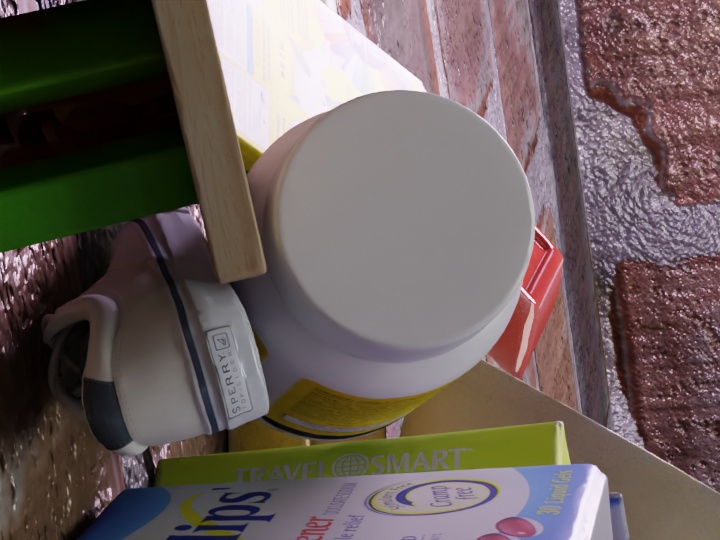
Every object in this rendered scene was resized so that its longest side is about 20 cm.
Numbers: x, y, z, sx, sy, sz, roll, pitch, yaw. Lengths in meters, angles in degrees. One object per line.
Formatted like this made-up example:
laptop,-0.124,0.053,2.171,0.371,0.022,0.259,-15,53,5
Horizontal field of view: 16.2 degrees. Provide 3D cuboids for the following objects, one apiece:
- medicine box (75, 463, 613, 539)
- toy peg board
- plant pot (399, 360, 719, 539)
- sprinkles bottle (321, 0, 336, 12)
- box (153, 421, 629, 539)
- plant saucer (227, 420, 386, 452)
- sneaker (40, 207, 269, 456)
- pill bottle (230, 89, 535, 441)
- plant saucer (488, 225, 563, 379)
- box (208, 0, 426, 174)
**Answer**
medicine box,-0.012,0.146,0.917,0.182,0.200,0.103,-50,135,-75
toy peg board,-0.109,-0.116,0.901,0.199,0.098,0.200,-109,-173,-64
plant pot,0.095,0.142,1.361,0.135,0.200,0.200,-60,166,-1
sprinkles bottle,-0.050,-0.170,1.239,0.068,0.068,0.200,-29,113,-78
box,0.020,0.125,1.096,0.122,0.200,0.048,74,15,-45
plant saucer,-0.028,0.081,1.278,0.200,0.048,0.200,53,33,-70
sneaker,-0.087,0.020,0.958,0.200,0.071,0.073,-147,-136,-77
pill bottle,0.000,0.000,0.988,0.200,0.114,0.114,134,-47,-76
plant saucer,0.045,-0.040,1.459,0.200,0.037,0.200,47,14,-1
box,-0.028,-0.067,1.147,0.200,0.048,0.117,34,43,-42
